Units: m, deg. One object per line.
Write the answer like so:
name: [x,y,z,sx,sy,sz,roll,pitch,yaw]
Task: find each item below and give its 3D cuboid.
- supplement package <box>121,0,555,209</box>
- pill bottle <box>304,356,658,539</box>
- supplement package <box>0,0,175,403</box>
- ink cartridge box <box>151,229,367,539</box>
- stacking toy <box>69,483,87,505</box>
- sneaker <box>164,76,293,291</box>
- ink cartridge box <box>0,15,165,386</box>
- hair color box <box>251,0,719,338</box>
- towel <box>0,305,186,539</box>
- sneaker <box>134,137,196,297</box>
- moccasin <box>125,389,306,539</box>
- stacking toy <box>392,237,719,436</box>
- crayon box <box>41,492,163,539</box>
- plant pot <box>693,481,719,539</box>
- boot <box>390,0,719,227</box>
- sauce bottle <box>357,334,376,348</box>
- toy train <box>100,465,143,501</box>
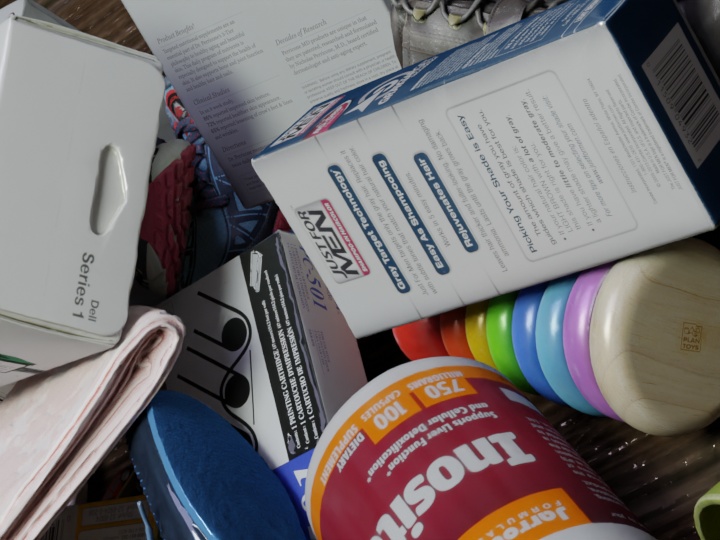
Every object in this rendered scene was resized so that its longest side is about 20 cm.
supplement package: [-0.020,-0.167,1.126,0.151,0.200,0.151,-18,19,41]
pill bottle: [0.064,0.130,0.917,0.113,0.113,0.200,-52,39,7]
supplement package: [-0.226,-0.021,1.340,0.200,0.147,0.192,-20,50,40]
ink cartridge box: [-0.036,0.091,1.074,0.094,0.044,0.201,-30,63,32]
stacking toy: [-0.264,0.112,1.240,0.146,0.200,0.147,-29,44,32]
sneaker: [-0.082,-0.071,1.253,0.079,0.095,0.201,-18,51,42]
ink cartridge box: [-0.184,-0.025,1.094,0.200,0.084,0.147,-21,58,57]
hair color box: [0.059,-0.047,0.958,0.200,0.100,0.061,-18,19,39]
towel: [-0.168,0.092,1.098,0.191,0.032,0.200,-52,14,-9]
sneaker: [-0.132,-0.034,1.162,0.200,0.074,0.081,-162,80,-73]
moccasin: [-0.061,0.145,1.002,0.068,0.080,0.200,-49,53,27]
stacking toy: [0.085,0.025,1.016,0.200,0.085,0.086,4,66,58]
crayon box: [-0.143,0.219,1.116,0.125,0.052,0.201,-11,63,33]
plant pot: [0.244,0.066,0.728,0.200,0.187,0.187,-46,35,-11]
boot: [0.093,-0.104,0.973,0.173,0.201,0.069,12,32,20]
sauce bottle: [0.000,0.000,1.131,0.200,0.066,0.066,-39,40,21]
toy train: [-0.122,0.127,1.205,0.200,0.034,0.046,-59,34,-2]
